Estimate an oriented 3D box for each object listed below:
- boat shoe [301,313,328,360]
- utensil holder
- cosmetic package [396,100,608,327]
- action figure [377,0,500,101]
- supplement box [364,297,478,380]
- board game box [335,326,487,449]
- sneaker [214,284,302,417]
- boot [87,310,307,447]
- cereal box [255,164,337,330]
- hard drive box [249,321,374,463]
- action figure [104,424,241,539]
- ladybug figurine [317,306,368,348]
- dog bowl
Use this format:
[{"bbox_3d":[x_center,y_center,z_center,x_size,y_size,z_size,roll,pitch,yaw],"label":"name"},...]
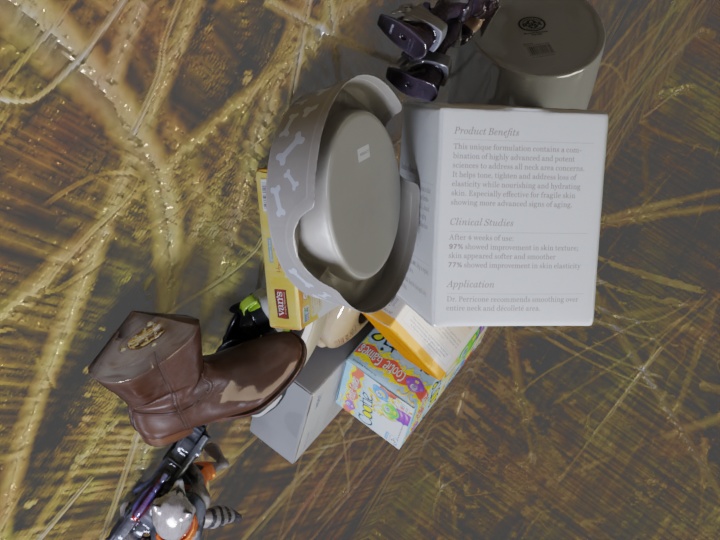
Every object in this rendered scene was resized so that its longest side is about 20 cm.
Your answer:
[{"bbox_3d":[-0.067,0.040,1.126,0.072,0.059,0.202,-57,170,-41],"label":"boat shoe"},{"bbox_3d":[0.181,-0.204,1.201,0.170,0.168,0.202,-47,158,-31],"label":"utensil holder"},{"bbox_3d":[0.131,-0.060,1.032,0.166,0.164,0.204,-138,-130,-76],"label":"cosmetic package"},{"bbox_3d":[0.092,-0.254,1.016,0.200,0.069,0.131,-50,158,-37],"label":"action figure"},{"bbox_3d":[0.099,0.002,1.189,0.201,0.073,0.126,-52,133,-9],"label":"supplement box"},{"bbox_3d":[0.071,0.101,1.313,0.200,0.102,0.106,-47,163,-34],"label":"board game box"},{"bbox_3d":[-0.119,0.084,1.085,0.082,0.072,0.202,-17,144,-29],"label":"sneaker"},{"bbox_3d":[-0.133,0.073,0.912,0.185,0.065,0.201,-31,155,-14],"label":"boot"},{"bbox_3d":[-0.027,-0.045,0.996,0.199,0.039,0.147,-32,121,-57],"label":"cereal box"},{"bbox_3d":[-0.044,0.120,1.335,0.200,0.076,0.157,-45,161,-39],"label":"hard drive box"},{"bbox_3d":[-0.174,0.234,1.116,0.201,0.104,0.193,-54,175,1],"label":"action figure"},{"bbox_3d":[0.000,0.000,1.232,0.201,0.071,0.136,-53,166,-14],"label":"ladybug figurine"},{"bbox_3d":[-0.014,-0.066,0.915,0.199,0.058,0.205,-5,95,-63],"label":"dog bowl"}]
